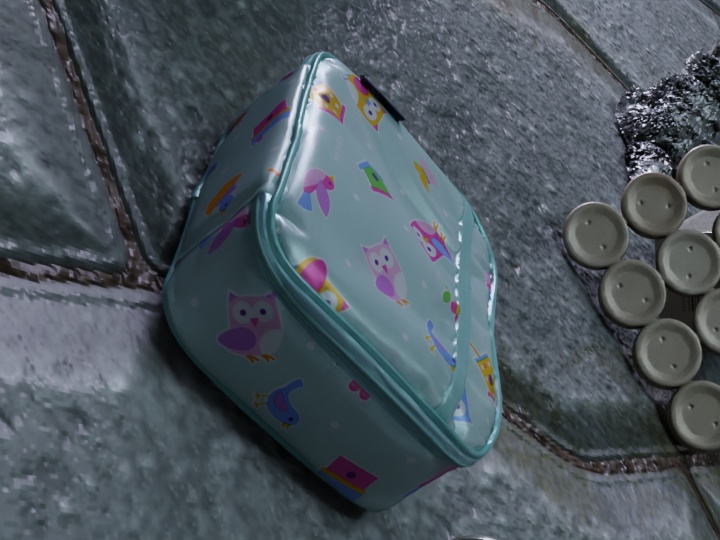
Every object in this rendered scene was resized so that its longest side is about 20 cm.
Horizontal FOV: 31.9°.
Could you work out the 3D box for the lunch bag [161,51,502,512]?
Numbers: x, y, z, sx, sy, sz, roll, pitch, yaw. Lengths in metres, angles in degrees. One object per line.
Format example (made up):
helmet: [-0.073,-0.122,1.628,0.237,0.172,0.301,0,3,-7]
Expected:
lunch bag: [0.000,0.000,0.579,0.160,0.077,0.201,44,29,-21]

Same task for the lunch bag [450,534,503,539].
lunch bag: [0.035,0.177,0.386,0.168,0.140,0.199,45,23,17]

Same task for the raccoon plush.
raccoon plush: [0.327,-0.138,1.201,0.097,0.133,0.201,42,29,-25]

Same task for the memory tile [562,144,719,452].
memory tile: [0.252,0.017,0.918,0.201,0.152,0.017,61,-8,12]

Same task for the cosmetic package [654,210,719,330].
cosmetic package: [0.317,-0.001,1.049,0.199,0.102,0.088,-19,105,-61]
